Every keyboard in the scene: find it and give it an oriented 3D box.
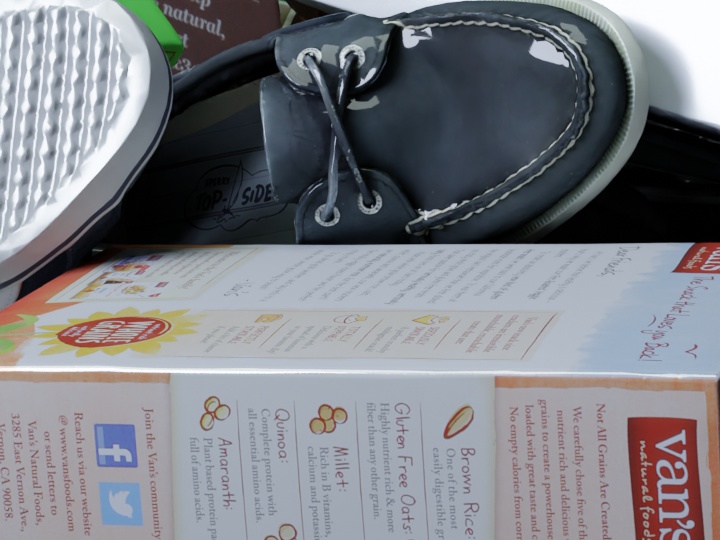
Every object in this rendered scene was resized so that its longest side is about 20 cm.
[{"bbox_3d":[0.053,-0.051,0.855,0.126,0.021,0.200,12,3,-5],"label":"keyboard"}]

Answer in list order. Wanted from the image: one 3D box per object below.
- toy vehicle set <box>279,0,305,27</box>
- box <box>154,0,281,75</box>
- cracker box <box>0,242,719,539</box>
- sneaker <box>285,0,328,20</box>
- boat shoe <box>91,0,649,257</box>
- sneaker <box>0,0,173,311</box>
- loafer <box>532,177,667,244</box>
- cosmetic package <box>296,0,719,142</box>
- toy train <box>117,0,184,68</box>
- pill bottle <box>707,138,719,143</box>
[{"bbox_3d":[-0.055,-0.094,1.111,0.123,0.027,0.200,13,23,1],"label":"toy vehicle set"},{"bbox_3d":[-0.155,-0.104,0.937,0.199,0.165,0.165,-24,-29,37],"label":"box"},{"bbox_3d":[0.006,0.034,0.671,0.198,0.058,0.134,0,13,18],"label":"cracker box"},{"bbox_3d":[0.054,-0.116,1.062,0.198,0.071,0.076,1,27,17],"label":"sneaker"},{"bbox_3d":[-0.014,-0.034,0.753,0.198,0.075,0.066,-6,-1,40],"label":"boat shoe"},{"bbox_3d":[-0.126,-0.007,0.766,0.199,0.079,0.079,-34,-22,16],"label":"sneaker"},{"bbox_3d":[0.000,0.000,0.854,0.198,0.072,0.073,0,-9,18],"label":"loafer"},{"bbox_3d":[0.068,-0.079,0.824,0.199,0.052,0.150,21,7,31],"label":"cosmetic package"},{"bbox_3d":[-0.122,-0.015,0.844,0.056,0.042,0.200,-3,-40,-49],"label":"toy train"},{"bbox_3d":[0.152,-0.149,0.904,0.119,0.201,0.120,-15,19,5],"label":"pill bottle"}]
